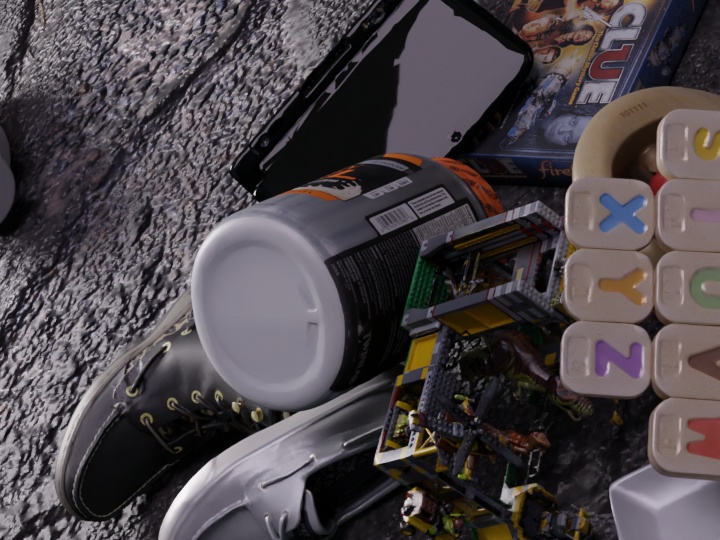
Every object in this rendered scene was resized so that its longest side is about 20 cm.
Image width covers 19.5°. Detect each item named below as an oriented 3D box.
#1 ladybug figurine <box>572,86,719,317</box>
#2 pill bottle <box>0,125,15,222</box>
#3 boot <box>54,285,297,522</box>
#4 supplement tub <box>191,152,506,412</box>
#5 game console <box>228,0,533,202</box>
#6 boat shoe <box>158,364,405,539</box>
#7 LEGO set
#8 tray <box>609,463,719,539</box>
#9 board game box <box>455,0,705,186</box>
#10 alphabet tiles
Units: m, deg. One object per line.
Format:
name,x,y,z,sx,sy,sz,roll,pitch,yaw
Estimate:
ladybug figurine,0.200,-0.023,1.199,0.135,0.072,0.201,-24,50,-8
pill bottle,-0.355,-0.105,1.736,0.111,0.111,0.200,-44,39,0
boot,-0.102,0.093,1.368,0.204,0.074,0.153,-51,35,-14
supplement tub,0.000,0.000,1.269,0.122,0.124,0.199,-6,11,37
game console,0.015,-0.106,1.459,0.200,0.116,0.176,-48,0,2
boat shoe,-0.034,0.138,1.289,0.199,0.072,0.069,-29,38,2
LEGO set,0.098,0.060,1.169,0.115,0.154,0.201,-19,39,47
tray,0.197,0.171,1.090,0.107,0.022,0.201,-29,42,19
board game box,0.150,-0.148,1.400,0.135,0.035,0.201,5,59,43
alphabet tiles,0.204,0.012,1.115,0.193,0.015,0.202,4,75,-1
